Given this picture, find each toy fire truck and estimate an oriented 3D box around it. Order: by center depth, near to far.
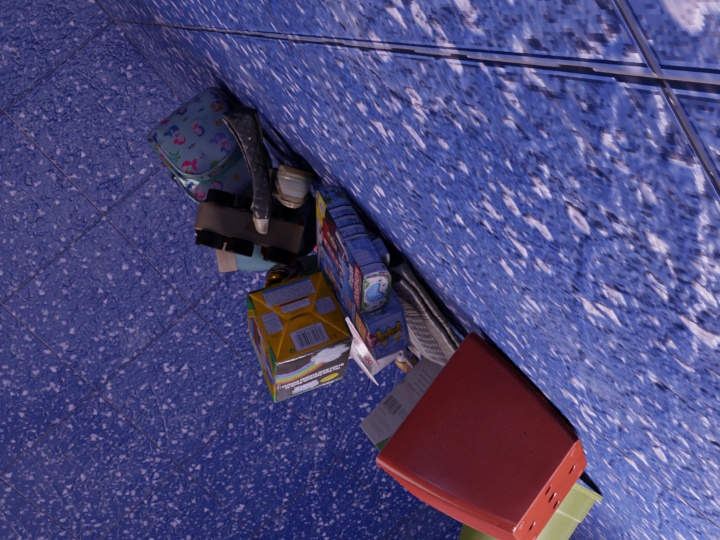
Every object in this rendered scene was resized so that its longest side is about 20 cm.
[{"bbox_3d":[-0.195,-0.053,1.466,0.176,0.129,0.200,13,177,-6],"label":"toy fire truck"}]

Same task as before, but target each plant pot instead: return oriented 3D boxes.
[{"bbox_3d":[0.168,0.232,1.056,0.176,0.200,0.200,33,169,29],"label":"plant pot"},{"bbox_3d":[0.226,0.378,1.251,0.200,0.190,0.200,26,171,5],"label":"plant pot"},{"bbox_3d":[-0.155,-0.089,1.643,0.134,0.201,0.200,9,163,15],"label":"plant pot"}]

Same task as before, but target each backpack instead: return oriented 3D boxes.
[{"bbox_3d":[-0.259,-0.207,1.492,0.200,0.177,0.151,54,179,7],"label":"backpack"}]

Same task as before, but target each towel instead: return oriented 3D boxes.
[{"bbox_3d":[0.077,0.064,1.234,0.200,0.035,0.193,55,170,-11],"label":"towel"}]

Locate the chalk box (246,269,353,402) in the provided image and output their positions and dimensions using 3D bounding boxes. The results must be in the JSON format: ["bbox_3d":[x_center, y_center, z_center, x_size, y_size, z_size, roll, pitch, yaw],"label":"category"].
[{"bbox_3d":[-0.097,0.111,1.293,0.200,0.125,0.124,104,145,-61],"label":"chalk box"}]

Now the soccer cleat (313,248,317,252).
[{"bbox_3d":[-0.065,-0.046,1.863,0.200,0.067,0.077,44,-151,-21],"label":"soccer cleat"}]

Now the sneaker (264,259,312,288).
[{"bbox_3d":[-0.129,0.017,1.457,0.082,0.078,0.200,12,-179,-23],"label":"sneaker"}]

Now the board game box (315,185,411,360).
[{"bbox_3d":[0.005,0.011,1.171,0.200,0.062,0.200,61,164,26],"label":"board game box"}]

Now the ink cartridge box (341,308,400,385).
[{"bbox_3d":[-0.006,0.099,1.397,0.117,0.067,0.200,55,174,-23],"label":"ink cartridge box"}]

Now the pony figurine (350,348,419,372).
[{"bbox_3d":[0.034,0.098,1.603,0.200,0.166,0.193,66,163,-16],"label":"pony figurine"}]

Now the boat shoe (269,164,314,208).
[{"bbox_3d":[-0.115,-0.127,1.361,0.073,0.063,0.201,15,179,-13],"label":"boat shoe"}]

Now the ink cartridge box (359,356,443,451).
[{"bbox_3d":[0.116,0.221,1.315,0.087,0.200,0.145,43,178,-27],"label":"ink cartridge box"}]

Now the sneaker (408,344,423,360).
[{"bbox_3d":[0.079,0.087,1.390,0.200,0.077,0.085,51,179,-27],"label":"sneaker"}]

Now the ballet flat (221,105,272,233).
[{"bbox_3d":[-0.173,-0.155,1.319,0.066,0.057,0.201,-164,64,-75],"label":"ballet flat"}]

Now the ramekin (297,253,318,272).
[{"bbox_3d":[-0.089,0.064,1.600,0.200,0.097,0.201,174,90,-69],"label":"ramekin"}]
